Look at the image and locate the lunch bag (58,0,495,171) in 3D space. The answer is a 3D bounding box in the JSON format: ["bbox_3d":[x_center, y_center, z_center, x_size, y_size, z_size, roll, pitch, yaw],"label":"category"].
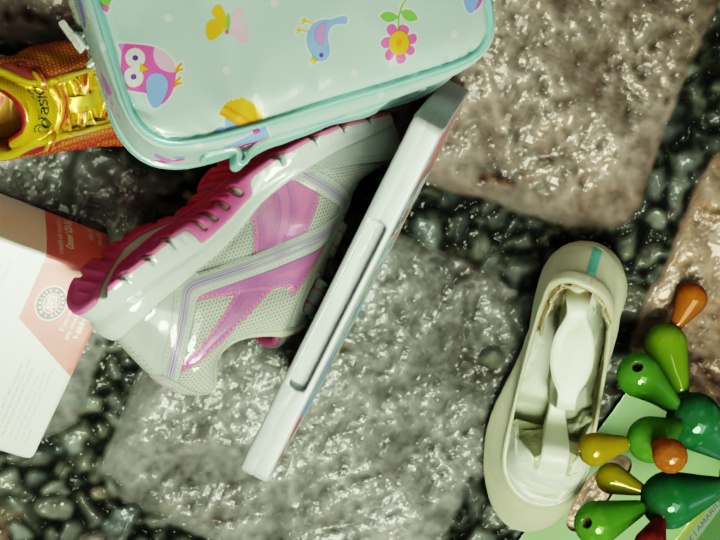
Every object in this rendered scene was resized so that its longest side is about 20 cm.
[{"bbox_3d":[-0.043,-0.136,0.680,0.199,0.077,0.162,-18,95,-15],"label":"lunch bag"}]

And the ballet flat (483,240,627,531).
[{"bbox_3d":[0.115,0.081,0.851,0.069,0.070,0.201,2,113,-13],"label":"ballet flat"}]

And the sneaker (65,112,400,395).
[{"bbox_3d":[-0.052,-0.011,0.742,0.200,0.081,0.089,-38,110,-20],"label":"sneaker"}]

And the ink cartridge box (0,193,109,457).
[{"bbox_3d":[-0.242,0.006,0.741,0.199,0.068,0.117,22,107,-22],"label":"ink cartridge box"}]

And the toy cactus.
[{"bbox_3d":[0.219,0.100,0.846,0.165,0.102,0.200,41,76,-19],"label":"toy cactus"}]

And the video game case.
[{"bbox_3d":[0.000,0.000,0.751,0.017,0.143,0.201,27,107,1],"label":"video game case"}]

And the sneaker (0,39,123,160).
[{"bbox_3d":[-0.140,-0.084,0.718,0.199,0.077,0.073,-13,114,-8],"label":"sneaker"}]

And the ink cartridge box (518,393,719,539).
[{"bbox_3d":[0.216,0.183,0.930,0.199,0.048,0.146,27,106,-24],"label":"ink cartridge box"}]
